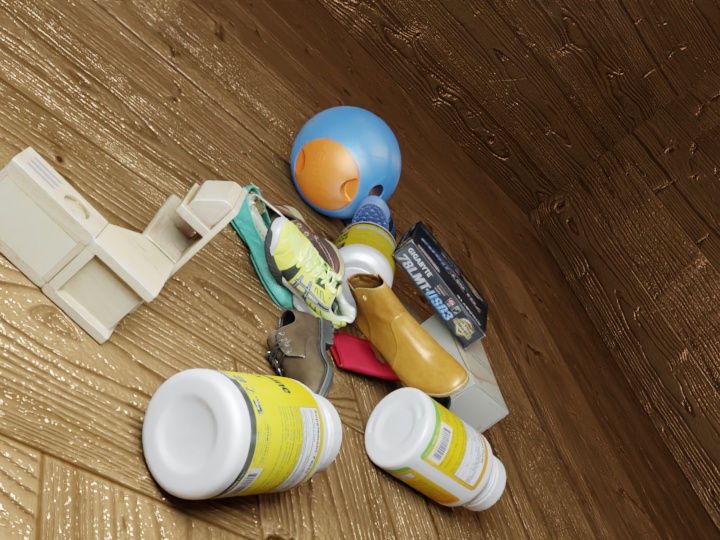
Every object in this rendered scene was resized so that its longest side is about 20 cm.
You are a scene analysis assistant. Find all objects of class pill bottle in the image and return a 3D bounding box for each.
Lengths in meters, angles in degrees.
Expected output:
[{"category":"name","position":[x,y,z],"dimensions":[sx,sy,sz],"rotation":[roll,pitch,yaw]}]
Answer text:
[{"category":"pill bottle","position":[-0.102,0.155,0.834],"dimensions":[0.113,0.112,0.200],"rotation":[59,18,24]},{"category":"pill bottle","position":[0.108,0.248,1.175],"dimensions":[0.200,0.111,0.111],"rotation":[39,21,-35]},{"category":"pill bottle","position":[0.000,0.000,1.403],"dimensions":[0.111,0.111,0.200],"rotation":[48,17,-11]}]

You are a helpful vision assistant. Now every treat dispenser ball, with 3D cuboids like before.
[{"category":"treat dispenser ball","position":[-0.026,-0.193,1.572],"dimensions":[0.201,0.201,0.201],"rotation":[45,18,-19]}]

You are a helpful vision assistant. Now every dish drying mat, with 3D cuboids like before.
[{"category":"dish drying mat","position":[0.037,0.134,1.298],"dimensions":[0.199,0.018,0.077],"rotation":[19,28,-36]}]

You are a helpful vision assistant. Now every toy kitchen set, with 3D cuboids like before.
[{"category":"toy kitchen set","position":[-0.236,-0.075,0.872],"dimensions":[0.180,0.163,0.200],"rotation":[46,18,-16]}]

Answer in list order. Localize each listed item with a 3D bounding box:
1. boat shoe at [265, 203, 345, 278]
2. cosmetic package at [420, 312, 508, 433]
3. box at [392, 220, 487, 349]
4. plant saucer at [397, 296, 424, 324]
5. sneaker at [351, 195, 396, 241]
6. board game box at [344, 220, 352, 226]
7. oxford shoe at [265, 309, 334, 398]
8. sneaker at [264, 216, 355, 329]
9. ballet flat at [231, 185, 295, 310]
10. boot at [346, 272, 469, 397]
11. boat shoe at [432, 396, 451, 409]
[{"category":"boat shoe","position":[-0.097,-0.041,1.289],"dimensions":[0.072,0.072,0.200],"rotation":[26,19,-47]},{"category":"cosmetic package","position":[0.168,0.165,1.471],"dimensions":[0.103,0.073,0.200],"rotation":[40,20,-32]},{"category":"box","position":[0.140,0.018,1.487],"dimensions":[0.200,0.050,0.199],"rotation":[51,13,-4]},{"category":"plant saucer","position":[0.090,0.126,1.517],"dimensions":[0.200,0.029,0.200],"rotation":[45,18,-19]},{"category":"sneaker","position":[0.027,-0.077,1.546],"dimensions":[0.200,0.070,0.078],"rotation":[90,15,-55]},{"category":"board game box","position":[-0.003,-0.121,1.765],"dimensions":[0.135,0.034,0.200],"rotation":[27,29,-54]},{"category":"oxford shoe","position":[-0.081,0.117,1.065],"dimensions":[0.084,0.073,0.200],"rotation":[27,23,-18]},{"category":"sneaker","position":[-0.064,0.002,1.179],"dimensions":[0.200,0.076,0.076],"rotation":[62,39,-42]},{"category":"ballet flat","position":[-0.128,-0.041,1.233],"dimensions":[0.200,0.070,0.067],"rotation":[58,18,20]},{"category":"boot","position":[0.054,0.081,1.178],"dimensions":[0.201,0.071,0.144],"rotation":[22,-39,52]},{"category":"boat shoe","position":[0.082,0.205,1.290],"dimensions":[0.069,0.057,0.200],"rotation":[55,17,12]}]
